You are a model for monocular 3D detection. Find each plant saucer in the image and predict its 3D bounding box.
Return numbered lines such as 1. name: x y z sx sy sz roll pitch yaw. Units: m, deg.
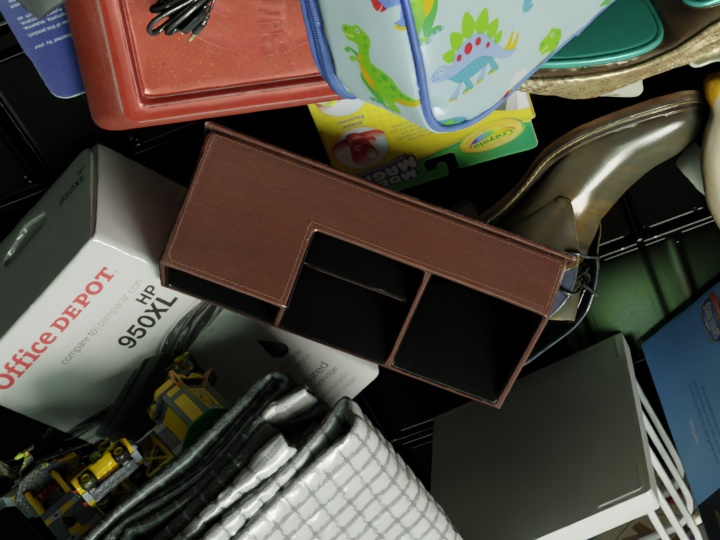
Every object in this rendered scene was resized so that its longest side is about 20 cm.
1. plant saucer: -0.047 -0.155 0.783 0.200 0.037 0.200 -8 127 -1

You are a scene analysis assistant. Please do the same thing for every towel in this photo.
1. towel: -0.055 0.162 0.883 0.200 0.086 0.166 -44 133 -5

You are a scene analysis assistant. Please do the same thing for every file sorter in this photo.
1. file sorter: 0.132 0.157 1.023 0.139 0.200 0.125 -26 109 14

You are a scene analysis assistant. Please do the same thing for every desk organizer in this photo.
1. desk organizer: 0.000 0.000 0.863 0.200 0.077 0.072 20 168 -2

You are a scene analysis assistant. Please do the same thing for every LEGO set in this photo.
1. LEGO set: -0.119 0.131 0.954 0.154 0.116 0.200 -46 135 -6

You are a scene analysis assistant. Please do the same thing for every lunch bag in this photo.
1. lunch bag: 0.057 -0.172 0.721 0.200 0.082 0.161 -43 139 -27

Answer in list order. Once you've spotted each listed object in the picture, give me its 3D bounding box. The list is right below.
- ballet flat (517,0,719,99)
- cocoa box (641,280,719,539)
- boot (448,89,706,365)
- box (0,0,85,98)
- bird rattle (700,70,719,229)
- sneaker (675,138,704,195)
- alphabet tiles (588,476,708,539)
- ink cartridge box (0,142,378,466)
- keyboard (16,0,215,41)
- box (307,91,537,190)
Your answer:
1. ballet flat: 0.150 -0.118 0.824 0.200 0.071 0.065 -16 143 3
2. cocoa box: 0.281 0.102 1.018 0.133 0.200 0.131 29 122 -31
3. boot: 0.125 -0.018 0.941 0.200 0.097 0.075 -32 160 25
4. box: -0.138 -0.182 0.803 0.121 0.032 0.200 -18 131 8
5. bird rattle: 0.267 -0.056 0.895 0.163 0.113 0.200 -8 108 12
6. sneaker: 0.299 -0.069 0.961 0.200 0.081 0.147 27 107 -16
7. alphabet tiles: 0.152 0.203 1.097 0.196 0.200 0.015 -9 119 56
8. ink cartridge box: -0.113 0.036 0.971 0.200 0.084 0.145 27 124 -30
9. keyboard: -0.074 -0.174 0.731 0.200 0.021 0.127 -33 123 18
10. box: 0.018 -0.129 0.869 0.117 0.048 0.200 -17 130 6
